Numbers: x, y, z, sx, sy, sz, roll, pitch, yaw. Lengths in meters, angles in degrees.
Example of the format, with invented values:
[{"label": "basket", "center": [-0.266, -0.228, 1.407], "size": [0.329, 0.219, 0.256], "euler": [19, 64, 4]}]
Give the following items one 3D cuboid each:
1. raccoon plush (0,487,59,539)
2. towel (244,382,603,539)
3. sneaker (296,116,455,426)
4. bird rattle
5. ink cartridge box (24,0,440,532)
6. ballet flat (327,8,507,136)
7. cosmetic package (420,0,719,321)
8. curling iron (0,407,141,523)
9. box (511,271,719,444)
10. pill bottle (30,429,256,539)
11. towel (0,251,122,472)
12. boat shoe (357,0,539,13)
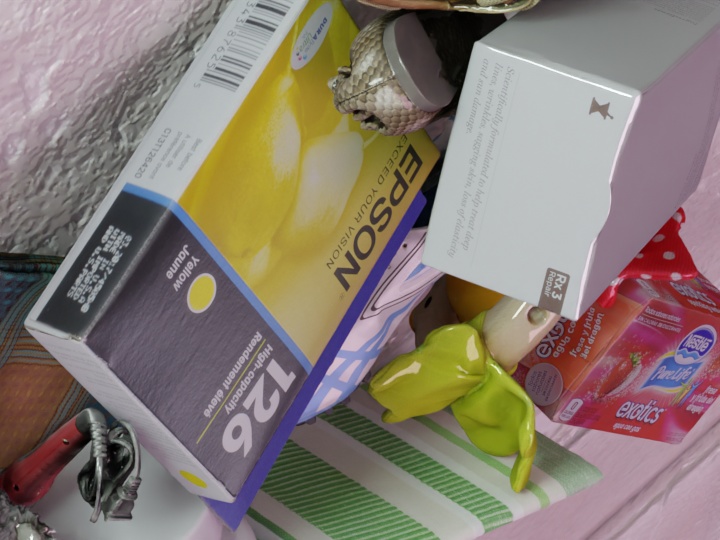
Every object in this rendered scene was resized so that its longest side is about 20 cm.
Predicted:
[{"label": "raccoon plush", "center": [-0.205, 0.142, 1.155], "size": [0.134, 0.097, 0.200], "euler": [-40, -178, -7]}, {"label": "towel", "center": [0.009, 0.113, 1.342], "size": [0.199, 0.152, 0.024], "euler": [-19, 126, -40]}, {"label": "sneaker", "center": [0.000, 0.000, 1.266], "size": [0.200, 0.072, 0.072], "euler": [-46, 137, -1]}, {"label": "bird rattle", "center": [0.082, 0.003, 1.322], "size": [0.112, 0.163, 0.201], "euler": [28, 99, -20]}, {"label": "ink cartridge box", "center": [-0.040, -0.002, 1.118], "size": [0.198, 0.047, 0.200], "euler": [-60, 141, -17]}, {"label": "ballet flat", "center": [0.031, -0.092, 1.117], "size": [0.046, 0.068, 0.200], "euler": [-28, -177, 21]}, {"label": "cosmetic package", "center": [0.107, -0.068, 1.134], "size": [0.200, 0.081, 0.113], "euler": [-35, 143, -61]}, {"label": "curling iron", "center": [-0.153, 0.106, 1.136], "size": [0.025, 0.050, 0.200], "euler": [-1, 164, -34]}, {"label": "box", "center": [0.150, 0.032, 1.483], "size": [0.096, 0.100, 0.200], "euler": [-52, 152, 13]}, {"label": "pill bottle", "center": [-0.101, 0.176, 1.240], "size": [0.119, 0.119, 0.201], "euler": [-34, 139, -23]}, {"label": "towel", "center": [-0.143, 0.054, 1.180], "size": [0.200, 0.022, 0.147], "euler": [4, 125, -57]}, {"label": "boat shoe", "center": [0.054, -0.140, 1.066], "size": [0.199, 0.074, 0.076], "euler": [-6, 131, -33]}]
